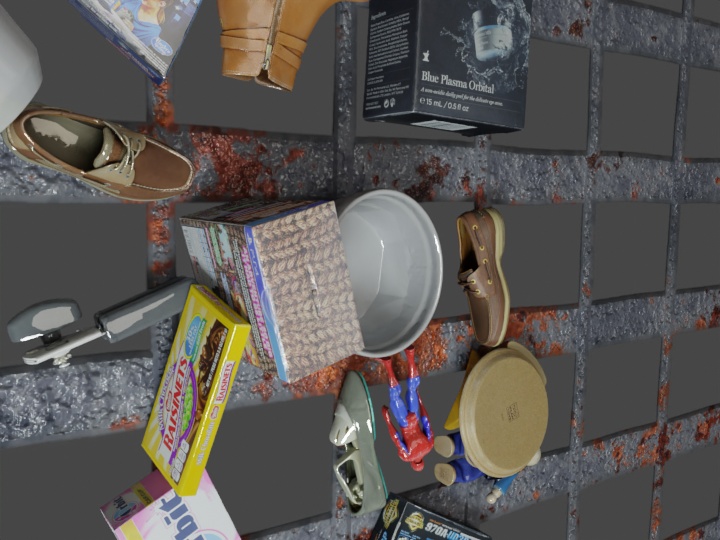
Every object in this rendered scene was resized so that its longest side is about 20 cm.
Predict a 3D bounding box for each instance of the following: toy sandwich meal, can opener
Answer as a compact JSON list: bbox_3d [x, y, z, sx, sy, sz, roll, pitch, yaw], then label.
[{"bbox_3d":[0.205,0.203,1.079,0.202,0.070,0.210,2,86,-35],"label":"toy sandwich meal"},{"bbox_3d":[-0.267,0.046,0.768,0.198,0.052,0.068,-21,108,-30],"label":"can opener"}]

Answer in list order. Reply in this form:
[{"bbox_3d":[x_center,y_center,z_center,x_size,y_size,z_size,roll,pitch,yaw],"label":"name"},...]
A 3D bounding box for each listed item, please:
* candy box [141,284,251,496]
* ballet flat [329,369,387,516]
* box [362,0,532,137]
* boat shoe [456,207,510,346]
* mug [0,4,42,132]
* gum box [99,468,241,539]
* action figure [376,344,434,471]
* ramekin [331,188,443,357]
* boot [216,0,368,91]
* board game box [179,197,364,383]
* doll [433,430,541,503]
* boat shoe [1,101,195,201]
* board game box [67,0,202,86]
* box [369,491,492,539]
[{"bbox_3d":[-0.181,0.128,0.777,0.026,0.102,0.203,9,106,-42],"label":"candy box"},{"bbox_3d":[-0.009,0.235,0.957,0.063,0.067,0.204,-16,105,-23],"label":"ballet flat"},{"bbox_3d":[0.116,-0.292,0.946,0.194,0.117,0.204,0,95,-33],"label":"box"},{"bbox_3d":[0.171,0.011,1.050,0.066,0.072,0.204,-5,93,-27],"label":"boat shoe"},{"bbox_3d":[-0.382,-0.191,0.635,0.153,0.184,0.151,45,39,-38],"label":"mug"},{"bbox_3d":[-0.201,0.331,0.839,0.113,0.066,0.203,-32,112,-27],"label":"gum box"},{"bbox_3d":[0.065,0.198,1.012,0.065,0.051,0.203,-22,112,-24],"label":"action figure"},{"bbox_3d":[0.000,0.000,0.902,0.198,0.104,0.204,-5,97,-38],"label":"ramekin"},{"bbox_3d":[-0.074,-0.291,0.847,0.196,0.073,0.158,2,94,-22],"label":"boot"},{"bbox_3d":[-0.102,0.011,0.785,0.096,0.199,0.162,-21,107,-31],"label":"board game box"},{"bbox_3d":[0.202,0.290,1.112,0.197,0.048,0.139,3,82,-34],"label":"doll"},{"bbox_3d":[-0.261,-0.117,0.740,0.197,0.071,0.077,11,90,-34],"label":"boat shoe"},{"bbox_3d":[-0.219,-0.337,0.735,0.200,0.062,0.201,41,80,-20],"label":"board game box"},{"bbox_3d":[0.092,0.436,1.059,0.199,0.046,0.161,31,78,-32],"label":"box"}]
